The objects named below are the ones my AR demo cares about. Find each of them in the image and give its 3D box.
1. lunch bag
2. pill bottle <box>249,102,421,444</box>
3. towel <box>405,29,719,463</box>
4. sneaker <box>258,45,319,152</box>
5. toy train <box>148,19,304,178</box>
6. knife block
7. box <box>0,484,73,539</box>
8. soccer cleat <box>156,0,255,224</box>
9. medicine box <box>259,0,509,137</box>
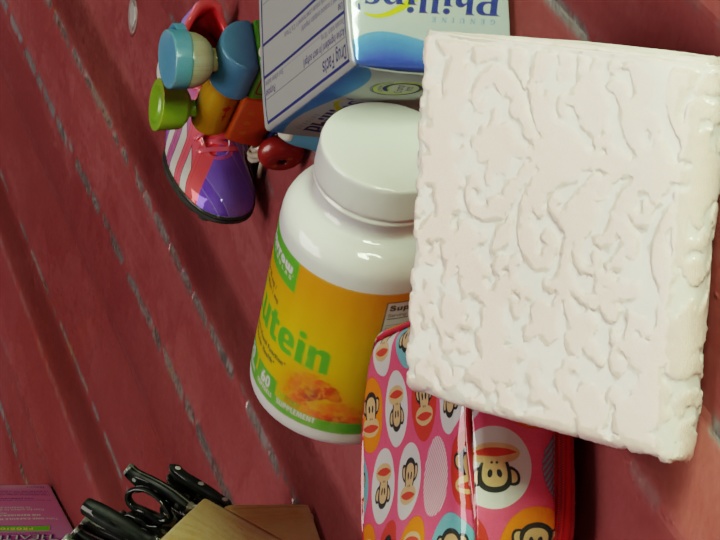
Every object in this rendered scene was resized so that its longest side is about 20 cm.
[{"bbox_3d":[0.057,0.087,1.614,0.200,0.082,0.176,162,108,-72],"label":"lunch bag"},{"bbox_3d":[0.000,0.000,1.730,0.111,0.111,0.200,-108,23,-45],"label":"pill bottle"},{"bbox_3d":[0.103,-0.017,1.444,0.191,0.032,0.200,12,103,44],"label":"towel"},{"bbox_3d":[-0.025,-0.168,1.876,0.077,0.081,0.200,114,152,-54],"label":"sneaker"},{"bbox_3d":[-0.101,-0.114,2.051,0.200,0.116,0.085,121,145,-57],"label":"toy train"},{"bbox_3d":[-0.112,0.218,1.981,0.200,0.175,0.064,-112,28,-49],"label":"knife block"},{"bbox_3d":[-0.340,0.327,2.805,0.200,0.097,0.176,-136,49,-65],"label":"box"},{"bbox_3d":[-0.116,-0.121,2.182,0.073,0.068,0.200,114,153,-42],"label":"soccer cleat"},{"bbox_3d":[0.010,-0.196,1.732,0.182,0.103,0.200,152,117,-70],"label":"medicine box"}]
